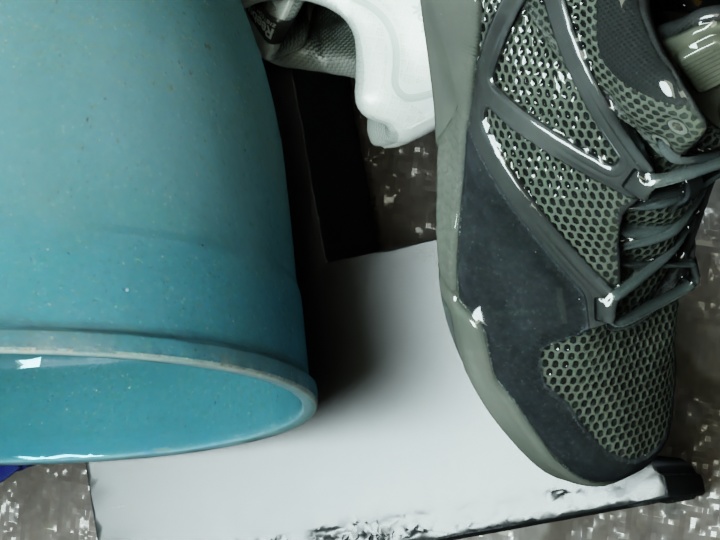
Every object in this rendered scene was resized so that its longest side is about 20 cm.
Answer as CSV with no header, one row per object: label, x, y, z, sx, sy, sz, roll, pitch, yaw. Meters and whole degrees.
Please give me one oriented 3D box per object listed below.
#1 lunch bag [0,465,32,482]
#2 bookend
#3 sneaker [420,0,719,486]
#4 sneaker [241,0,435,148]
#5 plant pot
lunch bag,-0.196,-0.028,0.881,0.169,0.124,0.201,3,101,18
bookend,0.000,0.000,0.826,0.198,0.092,0.201,-13,82,15
sneaker,0.080,-0.022,0.679,0.114,0.076,0.201,14,116,47
sneaker,-0.025,-0.119,0.779,0.081,0.075,0.200,-45,63,-4
plant pot,-0.115,-0.047,0.724,0.199,0.200,0.189,-7,76,20
